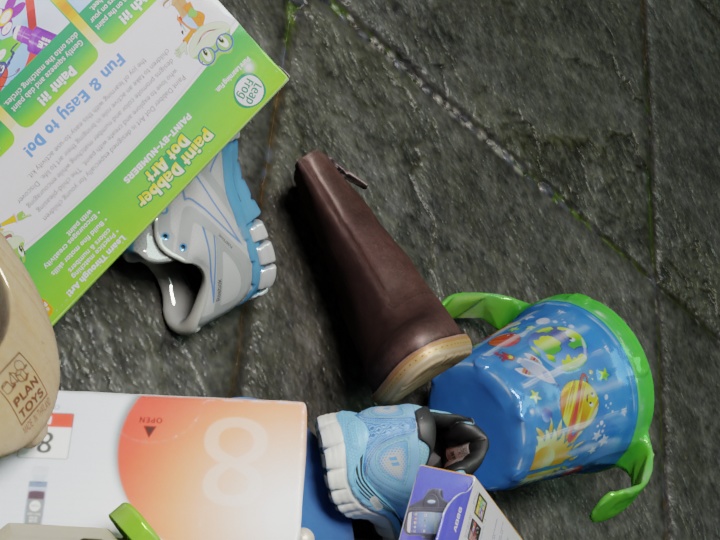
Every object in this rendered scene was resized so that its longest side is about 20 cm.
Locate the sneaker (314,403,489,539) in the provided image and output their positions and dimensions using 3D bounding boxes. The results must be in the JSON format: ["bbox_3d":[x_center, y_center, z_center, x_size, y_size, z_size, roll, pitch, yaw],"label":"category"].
[{"bbox_3d":[0.047,0.136,0.969,0.200,0.089,0.079,42,33,-60],"label":"sneaker"}]

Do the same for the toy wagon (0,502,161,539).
[{"bbox_3d":[-0.149,0.177,0.691,0.155,0.040,0.200,-39,77,-17],"label":"toy wagon"}]

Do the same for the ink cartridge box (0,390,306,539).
[{"bbox_3d":[-0.111,0.155,0.735,0.050,0.161,0.201,94,-1,-53],"label":"ink cartridge box"}]

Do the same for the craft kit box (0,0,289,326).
[{"bbox_3d":[-0.172,-0.105,0.806,0.200,0.048,0.198,-46,109,-11],"label":"craft kit box"}]

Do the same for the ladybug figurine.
[{"bbox_3d":[-0.229,0.017,0.723,0.200,0.072,0.136,50,39,-13],"label":"ladybug figurine"}]

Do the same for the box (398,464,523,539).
[{"bbox_3d":[0.054,0.198,0.910,0.200,0.041,0.120,53,49,-59],"label":"box"}]

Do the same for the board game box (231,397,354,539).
[{"bbox_3d":[-0.060,0.177,0.880,0.158,0.039,0.202,18,57,-54],"label":"board game box"}]

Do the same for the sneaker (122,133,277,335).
[{"bbox_3d":[-0.114,-0.050,0.893,0.087,0.075,0.201,-43,123,-41],"label":"sneaker"}]

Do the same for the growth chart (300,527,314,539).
[{"bbox_3d":[-0.031,0.214,0.805,0.144,0.018,0.201,22,38,-53],"label":"growth chart"}]

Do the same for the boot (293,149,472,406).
[{"bbox_3d":[0.000,0.000,0.987,0.167,0.072,0.200,59,0,0],"label":"boot"}]

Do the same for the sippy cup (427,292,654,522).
[{"bbox_3d":[0.121,0.096,1.090,0.130,0.177,0.141,-17,110,-44],"label":"sippy cup"}]
